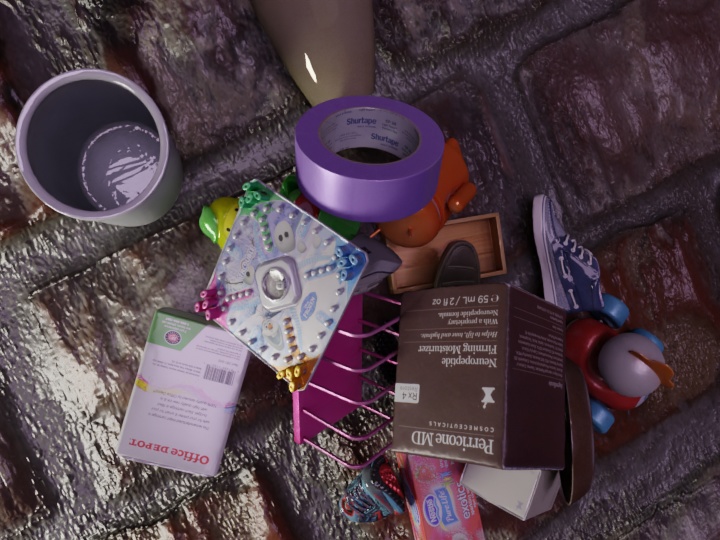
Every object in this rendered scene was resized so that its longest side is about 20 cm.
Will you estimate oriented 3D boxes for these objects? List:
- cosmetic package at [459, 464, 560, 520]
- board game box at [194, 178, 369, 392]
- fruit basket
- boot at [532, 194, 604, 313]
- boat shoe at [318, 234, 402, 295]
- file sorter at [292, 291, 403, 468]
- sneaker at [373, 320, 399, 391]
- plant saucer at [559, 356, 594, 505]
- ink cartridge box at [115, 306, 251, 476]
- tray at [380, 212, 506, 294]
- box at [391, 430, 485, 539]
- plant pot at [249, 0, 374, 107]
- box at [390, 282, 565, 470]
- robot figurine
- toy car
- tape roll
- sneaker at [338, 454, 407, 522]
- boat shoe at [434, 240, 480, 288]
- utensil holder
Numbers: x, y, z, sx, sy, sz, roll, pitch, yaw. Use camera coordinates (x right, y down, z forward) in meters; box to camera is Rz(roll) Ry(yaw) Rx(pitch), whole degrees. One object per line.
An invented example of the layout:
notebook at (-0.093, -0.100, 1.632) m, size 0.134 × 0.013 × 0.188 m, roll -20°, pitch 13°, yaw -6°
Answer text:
cosmetic package at (0.234, 0.309, 0.840) m, size 0.102 × 0.199 × 0.075 m, roll 21°, pitch 84°, yaw 32°
board game box at (-0.111, 0.018, 0.714) m, size 0.198 × 0.026 × 0.203 m, roll 33°, pitch 108°, yaw 20°
fruit basket at (-0.121, -0.046, 0.798) m, size 0.212 × 0.154 × 0.222 m, roll -8°, pitch 103°, yaw -36°
boot at (0.342, -0.029, 0.915) m, size 0.088 × 0.072 × 0.205 m, roll -7°, pitch 101°, yaw 31°
boat shoe at (0.000, 0.000, 0.785) m, size 0.072 × 0.199 × 0.066 m, roll 38°, pitch 110°, yaw 10°
file sorter at (-0.005, 0.145, 0.780) m, size 0.138 × 0.123 × 0.205 m, roll -20°, pitch 117°, yaw -47°
sneaker at (0.098, 0.161, 0.870) m, size 0.089 × 0.071 × 0.202 m, roll -11°, pitch 56°, yaw -39°
plant saucer at (0.295, 0.217, 0.777) m, size 0.034 × 0.200 × 0.206 m, roll -4°, pitch 91°, yaw 13°
ink cartridge box at (-0.247, 0.172, 0.807) m, size 0.141 × 0.084 × 0.205 m, roll 16°, pitch 87°, yaw -11°
tray at (0.136, -0.029, 0.909) m, size 0.195 × 0.037 × 0.101 m, roll -10°, pitch 92°, yaw -12°
box at (0.121, 0.347, 0.874) m, size 0.093 × 0.100 × 0.205 m, roll -13°, pitch 93°, yaw -11°
plant pot at (-0.053, -0.343, 0.810) m, size 0.183 × 0.187 × 0.204 m, roll -21°, pitch 106°, yaw -10°
box at (0.154, 0.136, 0.710) m, size 0.162 × 0.163 × 0.206 m, roll 20°, pitch 70°, yaw -45°
robot figurine at (0.091, -0.117, 0.840) m, size 0.142 × 0.117 × 0.201 m, roll 33°, pitch 59°, yaw 7°
toy car at (0.425, 0.158, 0.883) m, size 0.176 × 0.200 × 0.185 m, roll 42°, pitch 83°, yaw -8°
tape roll at (0.011, -0.154, 0.742) m, size 0.195 × 0.203 × 0.067 m, roll -6°, pitch 135°, yaw -11°
sneaker at (0.014, 0.335, 0.810) m, size 0.094 × 0.201 × 0.080 m, roll -24°, pitch 59°, yaw -7°
boat shoe at (0.140, 0.046, 0.868) m, size 0.070 × 0.068 × 0.205 m, roll 0°, pitch 110°, yaw -7°
utensil holder at (-0.322, -0.144, 0.733) m, size 0.165 × 0.200 × 0.175 m, roll 0°, pitch 89°, yaw -11°
